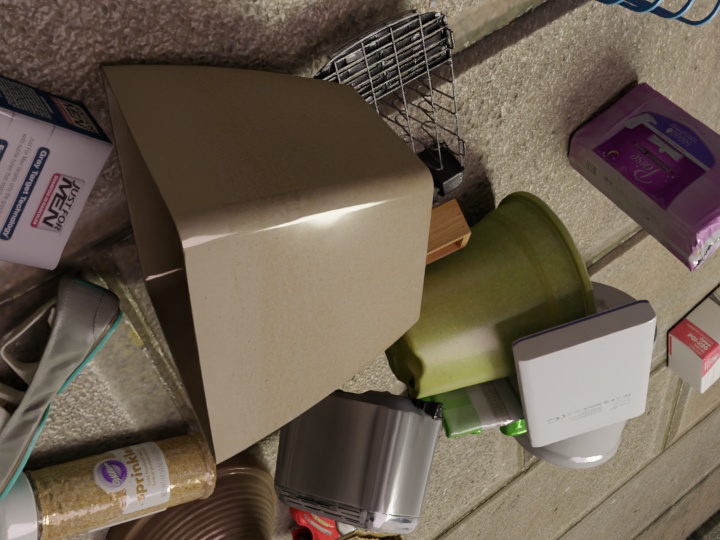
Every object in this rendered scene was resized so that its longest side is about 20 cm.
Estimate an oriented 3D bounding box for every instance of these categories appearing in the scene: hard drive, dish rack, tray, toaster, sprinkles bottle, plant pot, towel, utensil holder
[{"bbox_3d":[0.225,0.111,0.778,0.130,0.026,0.201,-18,142,4],"label":"hard drive"},{"bbox_3d":[0.021,-0.122,0.673,0.152,0.055,0.202,-33,138,-17],"label":"dish rack"},{"bbox_3d":[0.000,0.000,0.695,0.198,0.037,0.099,-25,174,3],"label":"tray"},{"bbox_3d":[-0.001,0.189,0.797,0.113,0.198,0.131,25,72,-50],"label":"toaster"},{"bbox_3d":[-0.234,0.201,0.713,0.198,0.068,0.069,-6,128,-40],"label":"sprinkles bottle"},{"bbox_3d":[0.114,0.042,0.810,0.182,0.201,0.202,-19,136,-13],"label":"plant pot"},{"bbox_3d":[0.162,0.105,0.894,0.197,0.150,0.031,-12,136,-17],"label":"towel"},{"bbox_3d":[-0.059,-0.028,0.547,0.175,0.200,0.202,-17,134,-20],"label":"plant pot"},{"bbox_3d":[-0.167,0.304,0.846,0.199,0.093,0.203,-24,137,-24],"label":"plant pot"},{"bbox_3d":[0.300,0.141,1.065,0.168,0.170,0.202,-17,133,-30],"label":"utensil holder"}]

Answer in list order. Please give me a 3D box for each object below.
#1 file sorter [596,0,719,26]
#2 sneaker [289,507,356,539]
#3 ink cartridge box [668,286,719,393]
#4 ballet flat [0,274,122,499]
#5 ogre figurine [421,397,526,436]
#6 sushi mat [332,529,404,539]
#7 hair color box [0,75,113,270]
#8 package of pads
[{"bbox_3d":[0.229,-0.297,0.652,0.198,0.123,0.140,-6,127,-38],"label":"file sorter"},{"bbox_3d":[-0.047,0.344,1.019,0.084,0.077,0.202,-24,131,-8],"label":"sneaker"},{"bbox_3d":[0.675,0.111,1.445,0.200,0.085,0.146,-41,142,-8],"label":"ink cartridge box"},{"bbox_3d":[-0.261,0.089,0.608,0.063,0.067,0.201,32,100,-23],"label":"ballet flat"},{"bbox_3d":[0.165,0.145,0.975,0.098,0.197,0.122,-43,133,-58],"label":"ogre figurine"},{"bbox_3d":[-0.059,0.304,0.795,0.198,0.012,0.095,-29,149,21],"label":"sushi mat"},{"bbox_3d":[-0.260,-0.073,0.453,0.199,0.061,0.101,15,113,-47],"label":"hair color box"},{"bbox_3d":[0.340,-0.107,0.857,0.120,0.200,0.076,-36,146,-5],"label":"package of pads"}]
